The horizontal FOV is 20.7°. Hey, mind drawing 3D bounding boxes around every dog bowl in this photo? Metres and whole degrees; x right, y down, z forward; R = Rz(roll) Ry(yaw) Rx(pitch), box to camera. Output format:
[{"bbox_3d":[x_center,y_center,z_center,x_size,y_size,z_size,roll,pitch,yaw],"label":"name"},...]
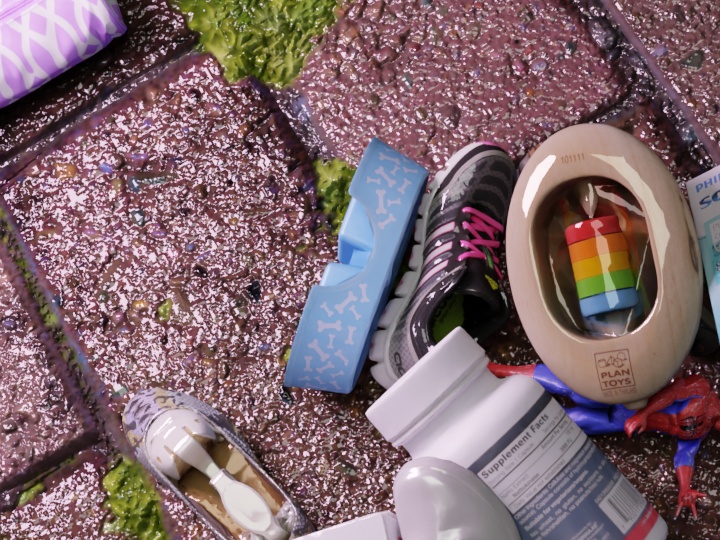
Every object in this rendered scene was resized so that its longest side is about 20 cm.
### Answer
[{"bbox_3d":[0.000,0.000,1.467,0.049,0.112,0.200,19,74,4],"label":"dog bowl"}]

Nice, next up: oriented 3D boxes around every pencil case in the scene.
[{"bbox_3d":[-0.286,-0.185,1.608,0.200,0.086,0.084,-32,68,0],"label":"pencil case"}]

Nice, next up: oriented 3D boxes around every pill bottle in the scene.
[{"bbox_3d":[0.102,0.142,1.351,0.120,0.120,0.200,-42,88,-6],"label":"pill bottle"}]

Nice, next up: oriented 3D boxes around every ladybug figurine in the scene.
[{"bbox_3d":[0.174,-0.002,1.376,0.135,0.072,0.200,-9,85,22],"label":"ladybug figurine"}]

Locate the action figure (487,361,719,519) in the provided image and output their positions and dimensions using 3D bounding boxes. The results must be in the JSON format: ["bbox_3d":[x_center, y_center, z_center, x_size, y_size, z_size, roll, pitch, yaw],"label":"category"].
[{"bbox_3d":[0.177,0.115,1.395,0.200,0.065,0.099,2,37,12],"label":"action figure"}]

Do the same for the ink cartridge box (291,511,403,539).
[{"bbox_3d":[0.024,0.279,1.330,0.085,0.148,0.200,-20,66,14],"label":"ink cartridge box"}]

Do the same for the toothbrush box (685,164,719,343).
[{"bbox_3d":[0.315,0.000,1.326,0.146,0.085,0.200,-28,43,27],"label":"toothbrush box"}]

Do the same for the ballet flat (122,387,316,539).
[{"bbox_3d":[-0.107,0.148,1.452,0.072,0.072,0.200,-45,67,-7],"label":"ballet flat"}]

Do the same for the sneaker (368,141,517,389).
[{"bbox_3d":[0.079,0.001,1.449,0.087,0.074,0.200,8,71,53],"label":"sneaker"}]

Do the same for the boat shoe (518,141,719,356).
[{"bbox_3d":[0.204,-0.025,1.455,0.074,0.076,0.200,-43,75,-12],"label":"boat shoe"}]

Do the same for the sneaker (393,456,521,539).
[{"bbox_3d":[0.067,0.220,1.276,0.075,0.088,0.200,-18,99,31],"label":"sneaker"}]
